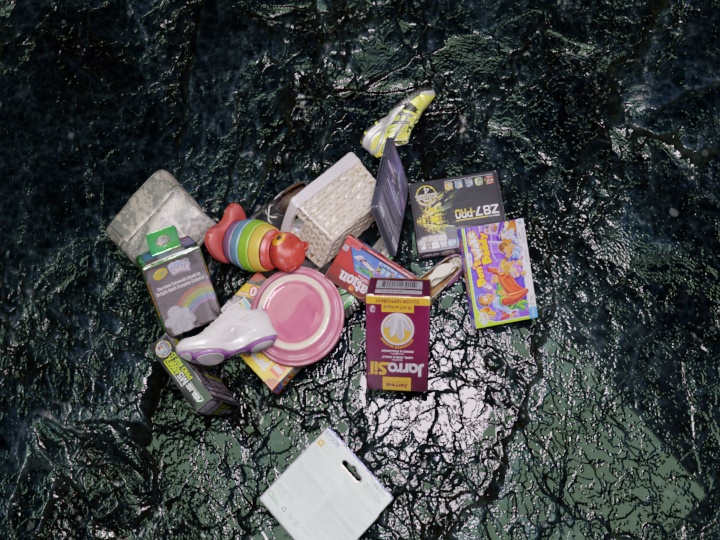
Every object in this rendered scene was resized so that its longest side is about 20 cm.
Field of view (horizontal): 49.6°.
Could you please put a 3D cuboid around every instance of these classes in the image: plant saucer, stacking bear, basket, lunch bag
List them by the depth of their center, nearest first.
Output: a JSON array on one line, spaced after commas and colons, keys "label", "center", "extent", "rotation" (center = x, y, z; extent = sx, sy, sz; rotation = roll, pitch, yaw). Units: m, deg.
[{"label": "plant saucer", "center": [-0.130, 0.088, 1.566], "extent": [0.195, 0.051, 0.206], "rotation": [-1, 73, 4]}, {"label": "stacking bear", "center": [-0.200, -0.050, 1.598], "extent": [0.196, 0.115, 0.122], "rotation": [13, 51, 30]}, {"label": "basket", "center": [-0.053, -0.123, 1.623], "extent": [0.123, 0.136, 0.200], "rotation": [42, 58, 9]}, {"label": "lunch bag", "center": [-0.419, -0.082, 1.672], "extent": [0.167, 0.140, 0.200], "rotation": [41, 83, 15]}]

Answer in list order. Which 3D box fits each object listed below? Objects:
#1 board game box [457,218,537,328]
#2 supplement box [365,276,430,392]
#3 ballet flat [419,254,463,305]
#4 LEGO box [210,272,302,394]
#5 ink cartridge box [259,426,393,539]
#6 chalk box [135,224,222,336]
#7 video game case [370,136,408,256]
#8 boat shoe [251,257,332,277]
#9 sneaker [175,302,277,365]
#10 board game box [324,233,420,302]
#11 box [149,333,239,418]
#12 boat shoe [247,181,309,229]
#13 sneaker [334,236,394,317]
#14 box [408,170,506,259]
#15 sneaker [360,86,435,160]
[{"label": "board game box", "center": [0.280, 0.005, 1.595], "extent": [0.131, 0.045, 0.205], "rotation": [-10, 92, -4]}, {"label": "supplement box", "center": [0.074, 0.125, 1.544], "extent": [0.127, 0.104, 0.205], "rotation": [1, 110, 5]}, {"label": "ballet flat", "center": [0.140, 0.033, 1.625], "extent": [0.199, 0.071, 0.069], "rotation": [-41, 70, -6]}, {"label": "LEGO box", "center": [-0.193, 0.130, 1.626], "extent": [0.200, 0.077, 0.149], "rotation": [43, 82, 14]}, {"label": "ink cartridge box", "center": [-0.066, 0.454, 1.547], "extent": [0.200, 0.043, 0.196], "rotation": [-43, 74, -9]}, {"label": "chalk box", "center": [-0.373, 0.011, 1.570], "extent": [0.122, 0.123, 0.204], "rotation": [-21, 108, -17]}, {"label": "video game case", "center": [0.063, -0.154, 1.610], "extent": [0.019, 0.144, 0.203], "rotation": [-4, 48, 19]}, {"label": "boat shoe", "center": [-0.157, -0.021, 1.674], "extent": [0.195, 0.057, 0.069], "rotation": [3, 75, 6]}, {"label": "sneaker", "center": [-0.262, 0.120, 1.491], "extent": [0.196, 0.075, 0.101], "rotation": [-11, 64, -28]}, {"label": "board game box", "center": [0.035, 0.022, 1.579], "extent": [0.197, 0.020, 0.104], "rotation": [32, 110, -4]}, {"label": "box", "center": [-0.326, 0.214, 1.552], "extent": [0.044, 0.200, 0.161], "rotation": [-39, 76, -4]}, {"label": "boat shoe", "center": [-0.187, -0.127, 1.701], "extent": [0.198, 0.068, 0.073], "rotation": [-33, 75, 1]}, {"label": "sneaker", "center": [0.000, 0.000, 1.630], "extent": [0.085, 0.078, 0.201], "rotation": [41, 81, -11]}, {"label": "box", "center": [0.208, -0.119, 1.669], "extent": [0.195, 0.049, 0.165], "rotation": [-7, 72, 2]}, {"label": "sneaker", "center": [0.094, -0.324, 1.731], "extent": [0.199, 0.075, 0.077], "rotation": [-41, 82, 5]}]
